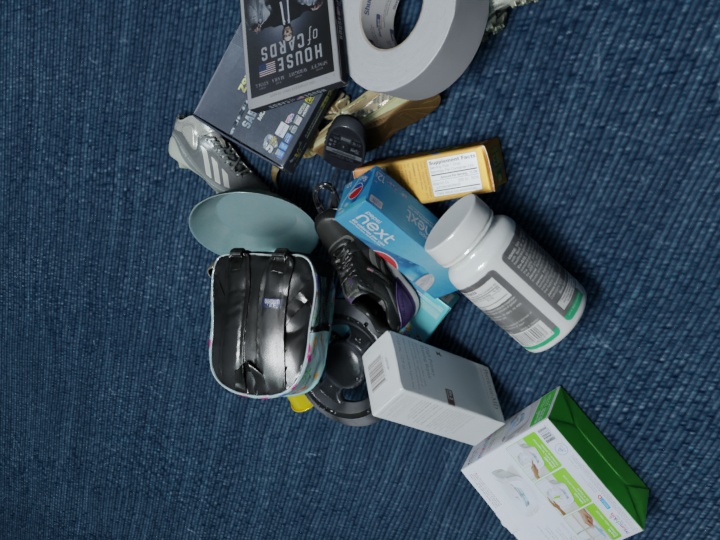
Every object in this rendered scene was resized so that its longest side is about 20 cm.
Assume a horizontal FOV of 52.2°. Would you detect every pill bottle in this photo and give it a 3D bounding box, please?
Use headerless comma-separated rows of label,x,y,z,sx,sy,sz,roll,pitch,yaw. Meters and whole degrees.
pill bottle,0.185,0.002,0.944,0.199,0.114,0.113,41,125,-12

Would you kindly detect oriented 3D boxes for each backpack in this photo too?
backpack,-0.125,0.081,1.050,0.175,0.150,0.204,1,80,21

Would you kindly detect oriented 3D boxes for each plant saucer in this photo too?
plant saucer,-0.159,-0.074,1.120,0.197,0.039,0.202,3,150,2

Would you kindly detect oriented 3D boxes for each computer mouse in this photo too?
computer mouse,-0.029,-0.141,1.006,0.058,0.034,0.201,20,144,-2

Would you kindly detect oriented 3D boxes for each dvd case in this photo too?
dvd case,-0.090,-0.320,0.947,0.148,0.025,0.204,-9,83,31

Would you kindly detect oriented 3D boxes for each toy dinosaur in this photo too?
toy dinosaur,-0.104,-0.202,1.071,0.101,0.058,0.200,50,124,-1

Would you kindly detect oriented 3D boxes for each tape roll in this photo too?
tape roll,0.057,-0.313,0.887,0.198,0.066,0.204,2,93,44

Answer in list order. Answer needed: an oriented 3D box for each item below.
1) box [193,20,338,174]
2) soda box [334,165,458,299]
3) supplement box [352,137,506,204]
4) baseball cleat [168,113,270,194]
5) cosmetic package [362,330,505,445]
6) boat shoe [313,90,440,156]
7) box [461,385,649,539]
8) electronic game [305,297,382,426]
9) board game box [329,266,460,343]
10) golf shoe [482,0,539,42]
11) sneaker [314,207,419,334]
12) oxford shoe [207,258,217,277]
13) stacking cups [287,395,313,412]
box,-0.116,-0.259,1.008,0.156,0.051,0.202,31,93,13
soda box,0.063,-0.047,0.987,0.199,0.065,0.067,38,140,-26
supplement box,0.092,-0.128,0.994,0.197,0.066,0.070,-4,106,28
baseball cleat,-0.216,-0.177,1.134,0.198,0.070,0.108,29,122,13
cosmetic package,0.103,0.167,1.031,0.198,0.103,0.074,21,130,-31
boat shoe,0.018,-0.215,1.001,0.198,0.073,0.064,-23,70,27
box,0.278,0.305,1.059,0.200,0.097,0.176,48,125,2
electronic game,-0.021,0.141,1.123,0.197,0.041,0.204,7,105,26
board game box,0.036,0.071,1.118,0.150,0.047,0.201,39,123,9
golf shoe,0.172,-0.348,0.857,0.198,0.078,0.098,-28,90,32
sneaker,0.000,0.000,1.026,0.200,0.087,0.076,49,124,2
oxford shoe,-0.164,0.045,1.196,0.198,0.075,0.071,32,122,12
stacking cups,-0.130,0.139,1.193,0.060,0.061,0.202,-8,124,30
